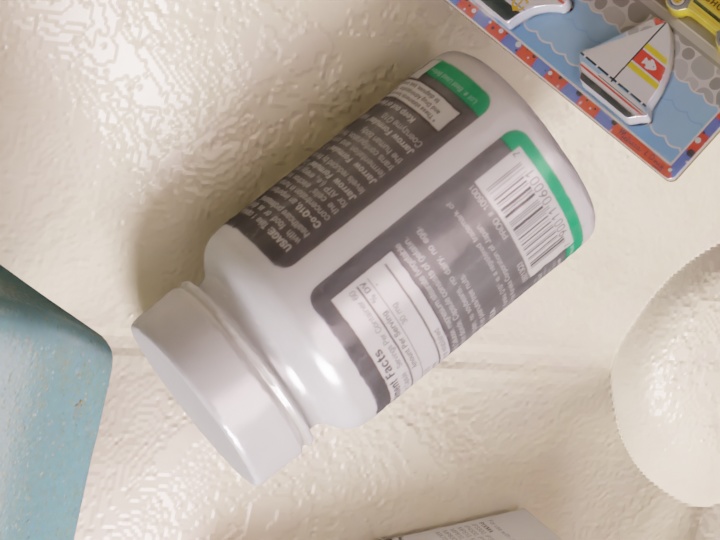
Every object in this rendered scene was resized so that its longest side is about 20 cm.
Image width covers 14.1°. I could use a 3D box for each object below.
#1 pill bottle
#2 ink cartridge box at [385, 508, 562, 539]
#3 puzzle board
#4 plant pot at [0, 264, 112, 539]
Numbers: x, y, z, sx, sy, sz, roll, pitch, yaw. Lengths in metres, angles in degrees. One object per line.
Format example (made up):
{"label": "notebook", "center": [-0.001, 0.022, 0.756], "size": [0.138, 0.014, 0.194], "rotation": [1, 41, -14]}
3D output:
{"label": "pill bottle", "center": [0.000, 0.000, 1.338], "size": [0.200, 0.113, 0.113], "rotation": [-38, 123, -10]}
{"label": "ink cartridge box", "center": [0.016, 0.217, 1.453], "size": [0.199, 0.083, 0.147], "rotation": [-11, 114, -24]}
{"label": "puzzle board", "center": [0.116, -0.154, 1.301], "size": [0.151, 0.200, 0.017], "rotation": [-47, 156, -4]}
{"label": "plant pot", "center": [-0.220, 0.062, 1.205], "size": [0.199, 0.196, 0.197], "rotation": [1, 110, -39]}
